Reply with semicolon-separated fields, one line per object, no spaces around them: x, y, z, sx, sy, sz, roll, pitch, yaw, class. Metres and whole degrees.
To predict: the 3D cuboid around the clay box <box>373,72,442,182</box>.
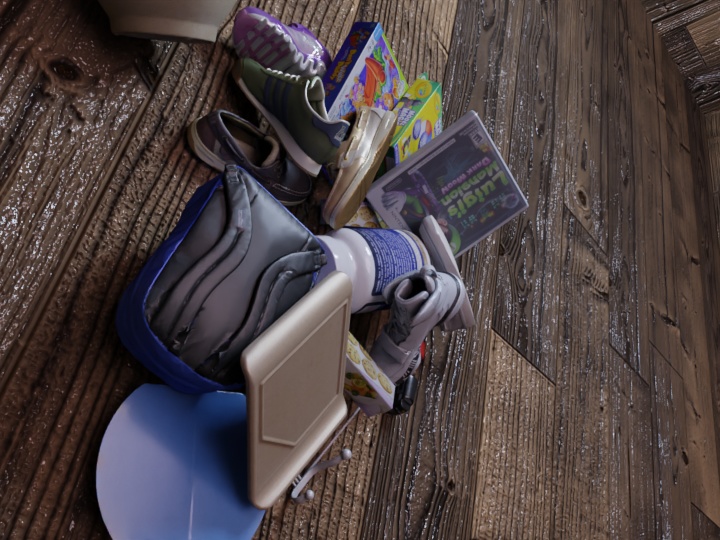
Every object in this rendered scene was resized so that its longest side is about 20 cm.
0.082;-0.213;1.087;0.201;0.047;0.116;-55;152;-33;clay box

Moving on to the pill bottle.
0.000;0.000;0.952;0.198;0.115;0.118;-3;78;-50;pill bottle

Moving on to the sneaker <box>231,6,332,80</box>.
-0.106;-0.320;0.985;0.199;0.080;0.090;24;54;-49;sneaker

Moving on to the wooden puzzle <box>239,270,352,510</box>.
-0.068;0.124;0.734;0.185;0.037;0.203;-43;142;-48;wooden puzzle

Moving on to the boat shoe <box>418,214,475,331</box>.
0.118;0.011;1.050;0.073;0.067;0.202;-99;166;-54;boat shoe

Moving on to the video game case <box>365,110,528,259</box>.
0.132;-0.108;1.035;0.182;0.199;0.023;51;8;-29;video game case

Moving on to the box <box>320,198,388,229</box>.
0.018;-0.084;1.059;0.198;0.038;0.042;2;92;-49;box

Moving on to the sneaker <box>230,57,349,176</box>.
-0.086;-0.225;0.902;0.201;0.090;0.067;55;20;19;sneaker

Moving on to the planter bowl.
-0.222;-0.333;0.781;0.199;0.198;0.137;-14;113;-50;planter bowl

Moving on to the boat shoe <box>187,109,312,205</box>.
-0.129;-0.143;0.894;0.198;0.064;0.075;22;59;-44;boat shoe

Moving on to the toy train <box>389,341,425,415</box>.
0.076;0.123;1.049;0.034;0.045;0.203;38;50;-33;toy train

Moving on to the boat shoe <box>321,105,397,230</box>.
-0.014;-0.145;0.934;0.068;0.074;0.202;23;60;7;boat shoe

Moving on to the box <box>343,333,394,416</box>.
-0.025;0.103;0.851;0.201;0.038;0.042;52;28;-27;box

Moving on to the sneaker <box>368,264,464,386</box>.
0.053;0.076;0.928;0.075;0.201;0.115;42;7;30;sneaker

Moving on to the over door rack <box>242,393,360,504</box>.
-0.058;0.163;0.863;0.149;0.066;0.200;58;42;-18;over door rack

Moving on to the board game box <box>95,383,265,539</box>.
-0.184;0.206;0.716;0.198;0.039;0.161;15;65;-40;board game box

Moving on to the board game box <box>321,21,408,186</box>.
-0.007;-0.240;1.011;0.202;0.044;0.135;-64;146;-19;board game box

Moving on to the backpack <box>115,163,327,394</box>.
-0.153;0.029;0.722;0.162;0.167;0.202;39;55;-20;backpack
